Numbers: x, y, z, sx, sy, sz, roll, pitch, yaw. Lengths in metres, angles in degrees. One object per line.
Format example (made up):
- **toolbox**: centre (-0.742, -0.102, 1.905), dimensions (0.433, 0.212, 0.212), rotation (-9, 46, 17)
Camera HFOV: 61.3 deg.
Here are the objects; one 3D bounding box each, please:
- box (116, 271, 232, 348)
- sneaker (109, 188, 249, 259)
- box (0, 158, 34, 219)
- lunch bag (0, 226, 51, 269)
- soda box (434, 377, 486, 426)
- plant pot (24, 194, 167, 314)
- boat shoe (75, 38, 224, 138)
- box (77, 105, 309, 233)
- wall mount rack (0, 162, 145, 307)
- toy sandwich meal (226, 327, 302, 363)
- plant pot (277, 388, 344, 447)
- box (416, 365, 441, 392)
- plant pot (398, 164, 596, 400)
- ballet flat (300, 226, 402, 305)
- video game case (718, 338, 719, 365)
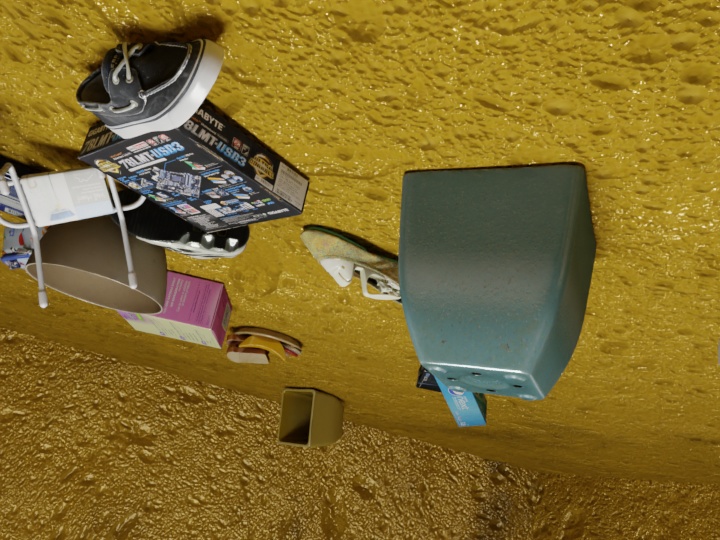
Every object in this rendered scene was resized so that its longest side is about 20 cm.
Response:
- **box**: centre (-0.379, 0.077, 1.259), dimensions (0.195, 0.099, 0.176), rotation (12, 160, -1)
- **sneaker**: centre (-0.262, -0.054, 0.879), dimensions (0.195, 0.076, 0.089), rotation (17, 157, -12)
- **box**: centre (-0.522, -0.125, 0.904), dimensions (0.119, 0.033, 0.198), rotation (24, 160, -28)
- **lunch bag**: centre (-0.492, -0.029, 1.033), dimensions (0.157, 0.078, 0.199), rotation (-3, 168, 28)
- **soda box**: centre (0.219, 0.256, 1.318), dimensions (0.066, 0.065, 0.202), rotation (-9, 132, 22)
- **plant pot**: centre (-0.376, -0.033, 0.914), dimensions (0.195, 0.138, 0.201), rotation (10, 160, 4)
- **boat shoe**: centre (-0.198, -0.172, 0.549), dimensions (0.197, 0.073, 0.067), rotation (2, 160, 45)
- **box**: centre (-0.194, -0.116, 0.714), dimensions (0.197, 0.051, 0.197), rotation (-5, 153, 40)
- **wall mount rack**: centre (-0.367, -0.057, 0.776), dimensions (0.195, 0.075, 0.178), rotation (-11, 120, -11)
- **toy sandwich meal**: centre (-0.247, 0.203, 1.548), dimensions (0.200, 0.072, 0.206), rotation (11, 160, 4)
- **plant pot**: centre (-0.169, 0.553, 2.261), dimensions (0.197, 0.201, 0.191), rotation (19, 160, -42)
- **box**: centre (0.220, 0.255, 1.450), dimensions (0.156, 0.045, 0.201), rotation (11, 159, 3)
- **plant pot**: centre (0.149, 0.027, 0.670), dimensions (0.191, 0.205, 0.196), rotation (1, 158, 26)
- **ballet flat**: centre (0.000, 0.000, 0.880), dimensions (0.196, 0.072, 0.070), rotation (22, 158, -22)
- **video game case**: centre (0.622, 0.103, 0.814), dimensions (0.195, 0.047, 0.182), rotation (9, 158, 10)
